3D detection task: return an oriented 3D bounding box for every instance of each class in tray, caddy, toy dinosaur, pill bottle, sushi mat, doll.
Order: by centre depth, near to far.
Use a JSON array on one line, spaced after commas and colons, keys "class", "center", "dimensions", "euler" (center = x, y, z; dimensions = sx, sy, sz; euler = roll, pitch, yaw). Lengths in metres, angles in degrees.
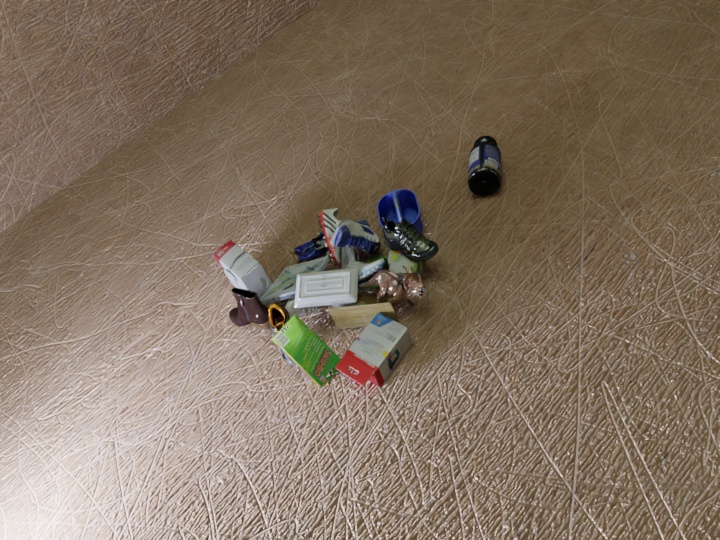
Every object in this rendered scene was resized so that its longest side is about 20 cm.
[{"class": "toy dinosaur", "center": [0.096, 0.037, 1.538], "dimensions": [0.194, 0.140, 0.086], "euler": [21, 35, 16]}, {"class": "sushi mat", "center": [0.009, 0.129, 1.551], "dimensions": [0.192, 0.097, 0.012], "euler": [-7, 44, 18]}, {"class": "tray", "center": [-0.102, 0.046, 1.580], "dimensions": [0.192, 0.022, 0.111], "euler": [-6, 62, 15]}, {"class": "caddy", "center": [0.129, -0.184, 1.792], "dimensions": [0.136, 0.107, 0.204], "euler": [-17, 44, 8]}, {"class": "pill bottle", "center": [0.416, -0.355, 1.826], "dimensions": [0.108, 0.114, 0.205], "euler": [-4, 46, 19]}, {"class": "doll", "center": [-0.137, -0.084, 1.857], "dimensions": [0.195, 0.049, 0.138], "euler": [-26, 46, -8]}]

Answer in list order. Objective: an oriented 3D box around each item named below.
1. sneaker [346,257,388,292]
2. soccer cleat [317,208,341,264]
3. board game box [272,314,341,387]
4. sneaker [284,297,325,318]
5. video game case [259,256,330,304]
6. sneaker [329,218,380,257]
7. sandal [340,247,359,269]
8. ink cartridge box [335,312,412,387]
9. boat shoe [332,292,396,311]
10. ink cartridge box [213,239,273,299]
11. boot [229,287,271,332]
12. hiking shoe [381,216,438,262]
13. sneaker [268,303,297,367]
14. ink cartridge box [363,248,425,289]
[{"class": "sneaker", "center": [0.000, 0.000, 1.620], "dimensions": [0.197, 0.074, 0.090], "euler": [-32, 63, 34]}, {"class": "soccer cleat", "center": [-0.085, -0.119, 1.807], "dimensions": [0.082, 0.069, 0.206], "euler": [-17, 62, -2]}, {"class": "board game box", "center": [-0.145, 0.226, 1.523], "dimensions": [0.199, 0.030, 0.096], "euler": [41, 68, 14]}, {"class": "sneaker", "center": [-0.152, 0.092, 1.679], "dimensions": [0.199, 0.072, 0.080], "euler": [-40, 48, -17]}, {"class": "video game case", "center": [-0.205, 0.029, 1.732], "dimensions": [0.177, 0.023, 0.201], "euler": [-14, 26, 28]}, {"class": "sneaker", "center": [0.002, -0.101, 1.720], "dimensions": [0.114, 0.082, 0.197], "euler": [39, 27, 22]}, {"class": "sandal", "center": [-0.028, -0.037, 1.758], "dimensions": [0.048, 0.083, 0.208], "euler": [15, 47, -21]}, {"class": "ink cartridge box", "center": [0.038, 0.226, 1.466], "dimensions": [0.114, 0.068, 0.201], "euler": [22, 60, 38]}, {"class": "boat shoe", "center": [0.008, 0.110, 1.596], "dimensions": [0.193, 0.072, 0.071], "euler": [16, 32, 11]}, {"class": "ink cartridge box", "center": [-0.382, 0.011, 1.802], "dimensions": [0.082, 0.149, 0.198], "euler": [-41, 45, -18]}, {"class": "boot", "center": [-0.357, 0.108, 1.682], "dimensions": [0.194, 0.169, 0.073], "euler": [12, 51, 32]}, {"class": "hiking shoe", "center": [0.138, -0.095, 1.596], "dimensions": [0.196, 0.102, 0.076], "euler": [20, 57, 37]}, {"class": "sneaker", "center": [-0.221, 0.186, 1.585], "dimensions": [0.077, 0.078, 0.204], "euler": [-29, 67, -3]}, {"class": "ink cartridge box", "center": [0.095, -0.020, 1.672], "dimensions": [0.192, 0.077, 0.151], "euler": [-1, 47, 21]}]
